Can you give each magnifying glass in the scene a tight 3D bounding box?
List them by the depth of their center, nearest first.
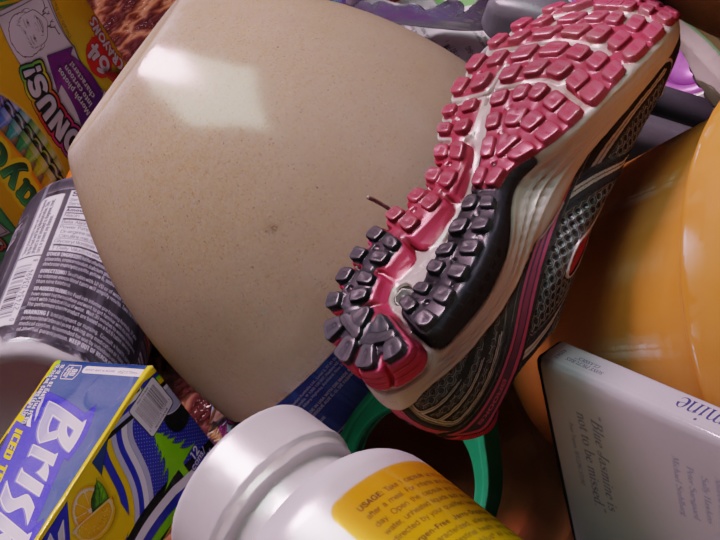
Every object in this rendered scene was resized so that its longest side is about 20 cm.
[{"bbox_3d":[0.039,0.038,0.655,0.079,0.022,0.202,20,103,30],"label":"magnifying glass"}]

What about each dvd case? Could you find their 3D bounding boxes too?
[{"bbox_3d":[0.149,0.117,0.547,0.017,0.144,0.199,-31,32,-27],"label":"dvd case"}]

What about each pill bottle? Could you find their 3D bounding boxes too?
[{"bbox_3d":[0.019,0.142,0.589,0.199,0.113,0.113,35,69,31],"label":"pill bottle"},{"bbox_3d":[-0.175,0.014,0.937,0.105,0.107,0.201,-15,38,21],"label":"pill bottle"}]

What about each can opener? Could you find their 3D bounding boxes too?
[{"bbox_3d":[0.151,-0.082,0.774,0.199,0.067,0.053,21,50,0],"label":"can opener"}]

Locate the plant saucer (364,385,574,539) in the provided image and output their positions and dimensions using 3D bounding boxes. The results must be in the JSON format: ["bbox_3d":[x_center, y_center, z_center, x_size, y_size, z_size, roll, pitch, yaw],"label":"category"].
[{"bbox_3d":[0.020,0.123,0.724,0.199,0.038,0.201,-20,38,16],"label":"plant saucer"}]

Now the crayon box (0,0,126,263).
[{"bbox_3d":[-0.231,-0.107,1.040,0.058,0.201,0.173,-5,43,31],"label":"crayon box"}]

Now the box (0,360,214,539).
[{"bbox_3d":[-0.147,0.135,0.657,0.070,0.064,0.201,0,46,37],"label":"box"}]

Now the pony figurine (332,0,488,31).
[{"bbox_3d":[-0.031,-0.157,0.872,0.201,0.166,0.193,-54,27,-3],"label":"pony figurine"}]

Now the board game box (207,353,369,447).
[{"bbox_3d":[0.000,0.000,0.777,0.200,0.043,0.199,-48,14,16],"label":"board game box"}]

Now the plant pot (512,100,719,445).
[{"bbox_3d":[0.166,0.016,0.632,0.183,0.200,0.201,-13,36,50],"label":"plant pot"}]

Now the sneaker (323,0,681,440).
[{"bbox_3d":[0.063,-0.028,0.595,0.080,0.075,0.201,21,70,49],"label":"sneaker"}]

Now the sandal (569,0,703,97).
[{"bbox_3d":[0.185,-0.163,0.933,0.082,0.050,0.203,-30,35,1],"label":"sandal"}]

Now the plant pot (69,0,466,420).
[{"bbox_3d":[-0.056,-0.051,0.699,0.201,0.134,0.201,-50,14,17],"label":"plant pot"}]

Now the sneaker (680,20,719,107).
[{"bbox_3d":[0.178,-0.154,0.731,0.089,0.200,0.077,-39,10,42],"label":"sneaker"}]

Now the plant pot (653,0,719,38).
[{"bbox_3d":[0.181,-0.168,0.618,0.199,0.135,0.201,-24,32,16],"label":"plant pot"}]

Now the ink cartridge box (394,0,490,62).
[{"bbox_3d":[0.025,-0.092,0.935,0.199,0.084,0.145,-29,35,4],"label":"ink cartridge box"}]
